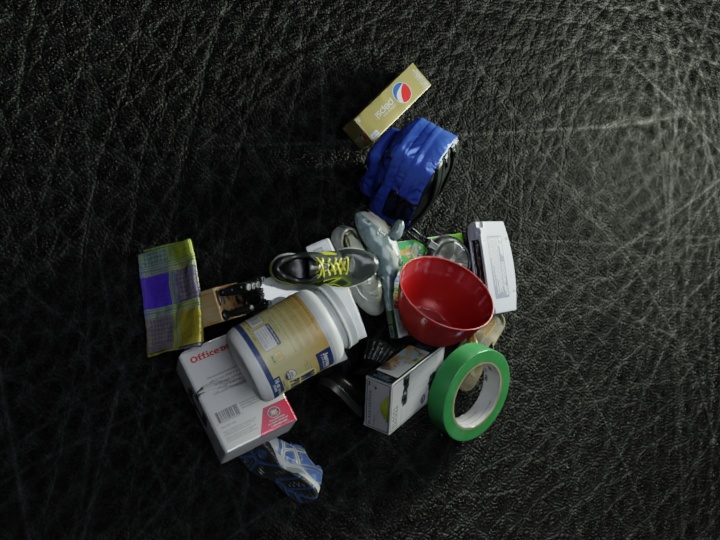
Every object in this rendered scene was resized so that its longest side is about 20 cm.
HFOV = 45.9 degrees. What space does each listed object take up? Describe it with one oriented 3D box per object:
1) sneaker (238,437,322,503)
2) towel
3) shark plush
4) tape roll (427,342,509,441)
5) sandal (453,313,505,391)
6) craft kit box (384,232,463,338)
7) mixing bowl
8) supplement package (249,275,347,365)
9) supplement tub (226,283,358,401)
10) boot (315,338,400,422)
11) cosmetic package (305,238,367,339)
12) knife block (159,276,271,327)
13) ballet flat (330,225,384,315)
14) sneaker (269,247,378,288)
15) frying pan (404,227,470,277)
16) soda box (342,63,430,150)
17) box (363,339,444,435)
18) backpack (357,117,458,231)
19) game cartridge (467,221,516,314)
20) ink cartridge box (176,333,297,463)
[{"bbox_3d":[-0.156,0.356,1.616,0.200,0.076,0.077,42,31,-4],"label":"sneaker"},{"bbox_3d":[-0.343,0.050,1.531,0.023,0.143,0.201,4,78,-56],"label":"towel"},{"bbox_3d":[0.032,-0.019,1.701,0.083,0.091,0.201,-6,95,-46],"label":"shark plush"},{"bbox_3d":[0.225,0.250,1.753,0.200,0.048,0.201,-18,119,-37],"label":"tape roll"},{"bbox_3d":[0.258,0.166,1.824,0.080,0.054,0.200,40,69,-14],"label":"sandal"},{"bbox_3d":[0.140,0.031,1.798,0.197,0.048,0.201,-9,87,-28],"label":"craft kit box"},{"bbox_3d":[0.152,0.079,1.693,0.200,0.109,0.200,15,39,-13],"label":"mixing bowl"},{"bbox_3d":[-0.127,0.101,1.627,0.117,0.117,0.200,-20,91,-24],"label":"supplement package"},{"bbox_3d":[-0.118,0.122,1.487,0.200,0.144,0.145,-29,95,-15],"label":"supplement tub"},{"bbox_3d":[0.003,0.200,1.660,0.158,0.079,0.211,-64,148,-14],"label":"boot"},{"bbox_3d":[-0.046,0.037,1.652,0.052,0.151,0.200,-22,93,-2],"label":"cosmetic package"},{"bbox_3d":[-0.264,0.064,1.524,0.200,0.176,0.064,-16,88,-13],"label":"knife block"},{"bbox_3d":[0.000,0.000,1.727,0.069,0.069,0.200,-27,94,-25],"label":"ballet flat"},{"bbox_3d":[-0.065,0.000,1.533,0.199,0.085,0.075,-5,92,-3],"label":"sneaker"},{"bbox_3d":[0.169,-0.051,1.787,0.115,0.031,0.190,-35,100,-26],"label":"frying pan"},{"bbox_3d":[0.056,-0.347,1.796,0.064,0.068,0.200,48,68,-11],"label":"soda box"},{"bbox_3d":[0.087,0.223,1.671,0.200,0.060,0.117,-27,128,-50],"label":"box"},{"bbox_3d":[0.094,-0.204,1.705,0.168,0.200,0.163,29,54,1],"label":"backpack"},{"bbox_3d":[0.288,-0.006,1.842,0.133,0.041,0.201,-4,86,-49],"label":"game cartridge"},{"bbox_3d":[-0.229,0.225,1.553,0.145,0.084,0.200,-22,73,-25],"label":"ink cartridge box"}]
